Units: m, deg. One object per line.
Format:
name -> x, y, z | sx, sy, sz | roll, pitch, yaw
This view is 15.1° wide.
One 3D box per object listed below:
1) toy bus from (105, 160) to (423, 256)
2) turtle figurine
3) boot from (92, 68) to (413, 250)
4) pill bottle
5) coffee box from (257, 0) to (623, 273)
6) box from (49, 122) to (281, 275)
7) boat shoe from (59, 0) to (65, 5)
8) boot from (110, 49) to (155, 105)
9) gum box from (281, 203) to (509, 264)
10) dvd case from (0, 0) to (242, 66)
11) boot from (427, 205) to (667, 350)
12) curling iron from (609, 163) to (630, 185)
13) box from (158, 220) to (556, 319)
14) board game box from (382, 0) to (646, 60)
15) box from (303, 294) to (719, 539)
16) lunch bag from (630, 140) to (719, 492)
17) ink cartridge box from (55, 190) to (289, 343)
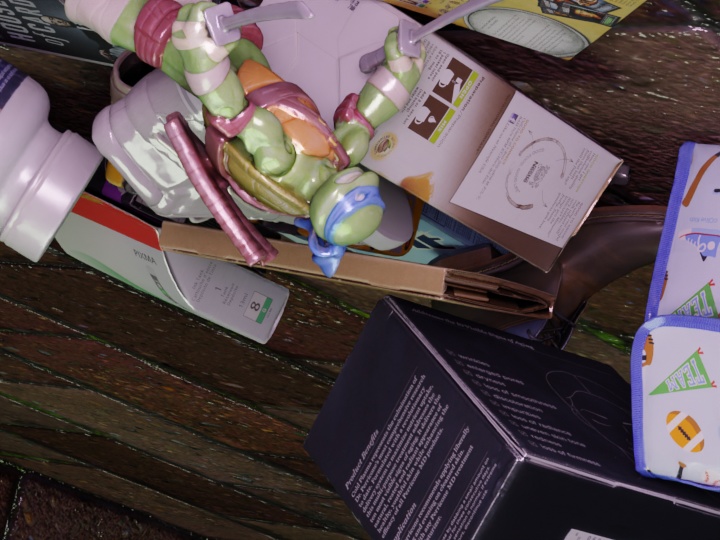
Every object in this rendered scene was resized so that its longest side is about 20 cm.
toy bus -> -0.062, -0.063, 1.733 | 0.199, 0.066, 0.078 | 15, -176, 29
turtle figurine -> -0.039, -0.118, 1.325 | 0.194, 0.143, 0.201 | 38, 143, 30
boot -> -0.062, -0.057, 1.538 | 0.095, 0.074, 0.200 | -27, 137, 28
pill bottle -> -0.264, -0.093, 1.691 | 0.199, 0.111, 0.111 | 33, 166, -5
coffee box -> 0.037, -0.085, 1.490 | 0.200, 0.080, 0.114 | 28, -173, -46
box -> -0.167, -0.062, 1.905 | 0.199, 0.036, 0.143 | 22, 176, 44
boat shoe -> -0.134, -0.162, 1.434 | 0.071, 0.065, 0.200 | 16, 163, 7
boot -> -0.045, -0.099, 1.582 | 0.198, 0.071, 0.146 | -14, 153, 7
gum box -> 0.006, -0.043, 1.874 | 0.169, 0.045, 0.200 | 5, 163, 39
dvd case -> -0.161, -0.156, 1.614 | 0.198, 0.025, 0.150 | 11, 167, 12
boot -> 0.136, 0.023, 1.798 | 0.199, 0.098, 0.075 | -17, 151, 29
curling iron -> 0.070, -0.075, 1.694 | 0.198, 0.026, 0.050 | 13, 178, 6
box -> 0.000, 0.000, 1.678 | 0.199, 0.021, 0.163 | 10, 180, 28
board game box -> 0.073, -0.159, 1.309 | 0.134, 0.035, 0.200 | 17, 168, -10
box -> 0.103, 0.132, 1.684 | 0.199, 0.125, 0.197 | 18, -160, -34
lunch bag -> 0.254, 0.036, 1.576 | 0.169, 0.202, 0.124 | 8, 166, 31
ink cartridge box -> -0.169, -0.019, 1.863 | 0.199, 0.050, 0.160 | 25, 178, -42
